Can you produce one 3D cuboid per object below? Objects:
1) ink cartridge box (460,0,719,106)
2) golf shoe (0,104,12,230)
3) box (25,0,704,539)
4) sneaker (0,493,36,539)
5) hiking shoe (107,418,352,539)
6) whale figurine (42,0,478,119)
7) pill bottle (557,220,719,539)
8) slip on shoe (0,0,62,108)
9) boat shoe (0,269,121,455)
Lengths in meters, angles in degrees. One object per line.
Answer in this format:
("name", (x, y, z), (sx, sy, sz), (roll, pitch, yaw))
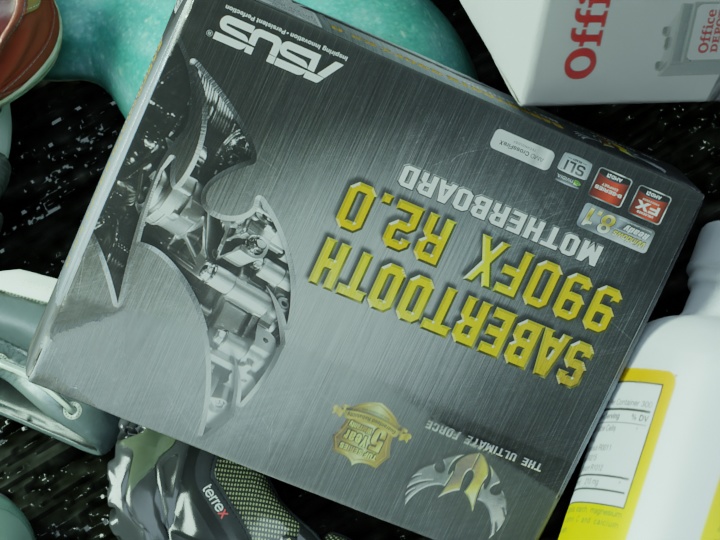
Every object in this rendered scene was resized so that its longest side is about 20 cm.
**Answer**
("ink cartridge box", (0.147, -0.138, 0.854), (0.199, 0.147, 0.083), (-3, 40, -16))
("golf shoe", (-0.238, -0.061, 0.983), (0.199, 0.078, 0.095), (9, 66, 2))
("box", (0.000, 0.000, 0.867), (0.200, 0.048, 0.159), (23, 101, -12))
("sneaker", (-0.117, 0.151, 0.866), (0.118, 0.074, 0.201), (-32, 41, 32))
("hiking shoe", (-0.039, 0.138, 0.901), (0.100, 0.076, 0.201), (-8, 75, 8))
("whale figurine", (-0.049, -0.078, 0.941), (0.200, 0.104, 0.159), (30, 82, 15))
("pill bottle", (0.130, 0.087, 0.878), (0.104, 0.104, 0.200), (17, 79, 11))
("slip on shoe", (-0.202, -0.058, 0.908), (0.200, 0.061, 0.074), (-35, 74, -12))
("boat shoe", (-0.180, 0.026, 0.949), (0.199, 0.073, 0.062), (12, 74, 4))
